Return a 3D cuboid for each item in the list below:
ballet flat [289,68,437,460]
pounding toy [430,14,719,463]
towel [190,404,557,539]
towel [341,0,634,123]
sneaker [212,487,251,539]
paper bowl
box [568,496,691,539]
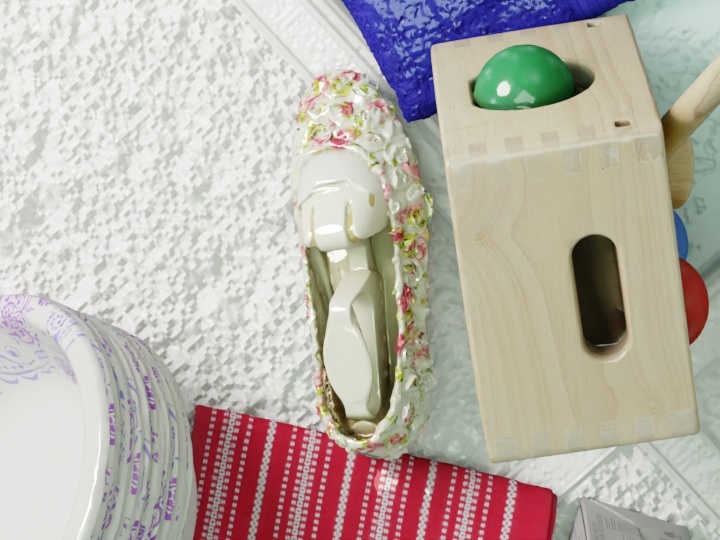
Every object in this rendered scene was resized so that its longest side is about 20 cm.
[{"bbox_3d":[0.000,0.000,1.413,0.075,0.064,0.201,-7,97,22],"label":"ballet flat"},{"bbox_3d":[0.113,-0.034,1.320,0.141,0.184,0.201,-8,114,2],"label":"pounding toy"},{"bbox_3d":[-0.003,0.158,1.434,0.199,0.022,0.145,14,72,-6],"label":"towel"},{"bbox_3d":[0.074,-0.179,1.382,0.199,0.050,0.148,-29,98,11],"label":"towel"},{"bbox_3d":[-0.036,0.191,1.465,0.086,0.080,0.200,-40,102,3],"label":"sneaker"},{"bbox_3d":[-0.161,0.121,1.413,0.104,0.201,0.201,26,108,-42],"label":"paper bowl"},{"bbox_3d":[0.114,0.231,1.436,0.060,0.117,0.201,16,105,-3],"label":"box"}]
